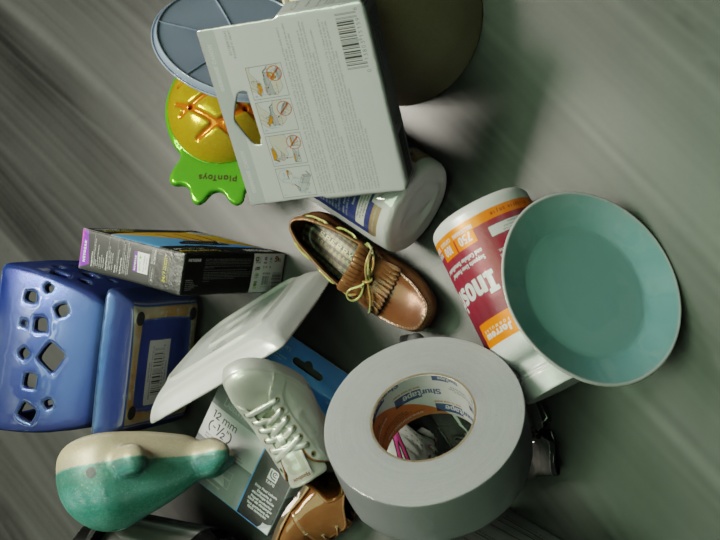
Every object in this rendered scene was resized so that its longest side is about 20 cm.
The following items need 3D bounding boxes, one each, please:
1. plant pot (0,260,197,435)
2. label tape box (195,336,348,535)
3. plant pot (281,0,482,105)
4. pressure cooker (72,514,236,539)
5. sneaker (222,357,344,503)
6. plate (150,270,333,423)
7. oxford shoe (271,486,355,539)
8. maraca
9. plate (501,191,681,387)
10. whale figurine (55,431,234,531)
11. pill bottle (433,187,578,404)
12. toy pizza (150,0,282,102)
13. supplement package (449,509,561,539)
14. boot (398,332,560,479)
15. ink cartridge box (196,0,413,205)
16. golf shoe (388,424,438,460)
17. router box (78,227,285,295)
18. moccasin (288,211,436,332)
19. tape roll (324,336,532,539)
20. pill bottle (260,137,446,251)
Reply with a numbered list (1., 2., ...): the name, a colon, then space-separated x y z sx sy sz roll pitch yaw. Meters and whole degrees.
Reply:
1. plant pot: -0.313 0.098 1.392 0.178 0.200 0.203 8 93 22
2. label tape box: -0.107 0.184 1.349 0.143 0.066 0.202 32 106 25
3. plant pot: 0.006 -0.283 1.212 0.185 0.199 0.190 -1 89 28
4. pressure cooker: -0.253 0.380 1.365 0.198 0.178 0.178 6 92 25
5. sneaker: -0.071 0.170 1.199 0.072 0.200 0.085 -30 35 19
6. plate: -0.136 0.075 1.293 0.199 0.200 0.032 -31 102 25
7. oxford shoe: -0.048 0.289 1.314 0.071 0.071 0.202 31 103 21
8. maraca: -0.162 -0.169 1.342 0.135 0.107 0.202 0 69 2
9. plate: 0.222 0.019 1.121 0.202 0.198 0.026 65 154 13
10. whale figurine: -0.241 0.236 1.294 0.197 0.159 0.105 -5 73 -3
11. pill bottle: 0.163 0.027 1.173 0.112 0.113 0.202 -32 75 24
12. toy pizza: -0.140 -0.252 1.313 0.200 0.199 0.032 43 141 22
13. supplement package: 0.143 0.353 1.133 0.150 0.199 0.153 26 102 26
14. boot: 0.130 0.140 1.228 0.131 0.070 0.202 -26 83 18
15. ink cartridge box: -0.051 -0.167 1.145 0.172 0.044 0.202 -4 121 19
16. golf shoe: 0.055 0.217 1.254 0.091 0.073 0.201 -29 85 -3
17. router box: -0.202 -0.012 1.323 0.148 0.199 0.052 13 97 28
18. moccasin: 0.001 -0.001 1.282 0.201 0.077 0.074 44 109 22
19. tape roll: 0.067 0.162 1.123 0.198 0.067 0.202 -10 44 10
20. pill bottle: -0.012 -0.116 1.271 0.199 0.111 0.112 34 105 24
